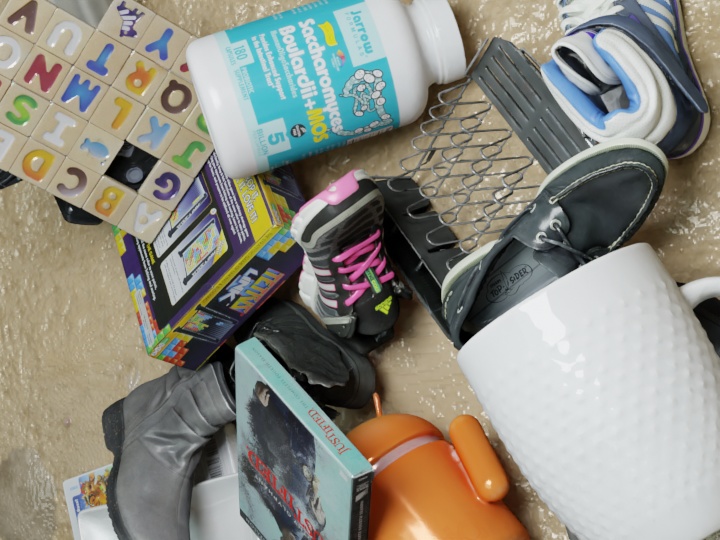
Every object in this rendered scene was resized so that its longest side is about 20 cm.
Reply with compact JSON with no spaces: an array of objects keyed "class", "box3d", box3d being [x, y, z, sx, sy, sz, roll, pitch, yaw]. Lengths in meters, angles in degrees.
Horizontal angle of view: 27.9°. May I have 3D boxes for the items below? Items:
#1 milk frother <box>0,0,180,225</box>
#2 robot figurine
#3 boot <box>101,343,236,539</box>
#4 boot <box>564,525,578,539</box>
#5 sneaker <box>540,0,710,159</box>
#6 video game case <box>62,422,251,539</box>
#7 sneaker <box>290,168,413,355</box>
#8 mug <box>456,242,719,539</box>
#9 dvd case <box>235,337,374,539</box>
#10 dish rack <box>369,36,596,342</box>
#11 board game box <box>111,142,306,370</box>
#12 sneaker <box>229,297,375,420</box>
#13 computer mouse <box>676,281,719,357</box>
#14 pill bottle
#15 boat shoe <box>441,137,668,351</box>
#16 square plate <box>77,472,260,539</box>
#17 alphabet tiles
[{"class":"milk frother","box3d":[-0.270,-0.151,1.206,0.181,0.200,0.188,-55,36,17]},{"class":"robot figurine","box3d":[0.047,0.187,1.072,0.200,0.116,0.144,48,148,27]},{"class":"boot","box3d":[-0.142,0.146,1.182,0.132,0.070,0.200,-37,47,16]},{"class":"boot","box3d":[0.215,0.194,0.997,0.181,0.072,0.201,-8,77,31]},{"class":"sneaker","box3d":[0.165,-0.168,0.989,0.080,0.146,0.201,-29,73,29]},{"class":"video game case","box3d":[-0.174,0.229,1.272,0.200,0.018,0.144,-22,77,30]},{"class":"sneaker","box3d":[0.000,0.000,1.083,0.074,0.200,0.088,-32,67,-18]},{"class":"mug","box3d":[0.189,0.082,0.924,0.200,0.148,0.176,-29,77,-5]},{"class":"dvd case","box3d":[-0.044,0.163,1.059,0.146,0.022,0.200,45,148,34]},{"class":"dish rack","box3d":[0.088,-0.062,1.056,0.154,0.054,0.200,54,139,22]},{"class":"board game box","box3d":[-0.129,-0.046,1.197,0.165,0.057,0.200,-43,47,23]},{"class":"sneaker","box3d":[-0.065,0.067,1.137,0.200,0.104,0.060,28,105,43]},{"class":"computer mouse","box3d":[0.274,0.059,0.968,0.200,0.046,0.141,46,113,26]},{"class":"pill bottle","box3d":[-0.024,-0.149,1.098,0.199,0.111,0.111,-19,75,-5]},{"class":"boat shoe","box3d":[0.126,-0.009,0.968,0.199,0.074,0.066,-36,25,31]},{"class":"square plate","box3d":[-0.146,0.284,1.224,0.200,0.028,0.199,-17,79,31]},{"class":"alphabet tiles","box3d":[-0.202,-0.130,1.121,0.167,0.200,0.008,-55,30,13]}]
